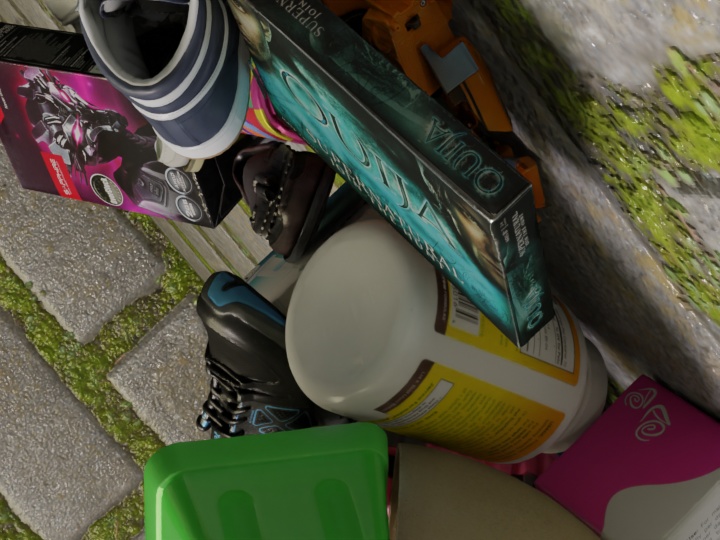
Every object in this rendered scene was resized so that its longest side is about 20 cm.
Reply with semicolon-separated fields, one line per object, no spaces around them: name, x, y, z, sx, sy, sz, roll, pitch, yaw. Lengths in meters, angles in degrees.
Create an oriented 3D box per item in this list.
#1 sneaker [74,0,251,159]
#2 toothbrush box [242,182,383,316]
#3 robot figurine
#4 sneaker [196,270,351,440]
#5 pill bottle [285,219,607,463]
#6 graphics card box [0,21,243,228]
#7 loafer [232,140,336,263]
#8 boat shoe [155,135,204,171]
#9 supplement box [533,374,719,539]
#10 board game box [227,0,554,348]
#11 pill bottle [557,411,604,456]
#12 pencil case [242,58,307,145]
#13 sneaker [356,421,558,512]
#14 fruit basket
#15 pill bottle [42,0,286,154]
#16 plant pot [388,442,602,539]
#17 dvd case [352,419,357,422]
sneaker;-0.098;-0.168;0.821;0.108;0.069;0.203;37;-132;-72
toothbrush box;0.000;0.000;1.086;0.085;0.146;0.200;48;170;-8
robot figurine;0.037;-0.084;0.845;0.145;0.058;0.201;40;167;45
sneaker;-0.062;0.075;0.977;0.073;0.082;0.201;43;168;33
pill bottle;0.058;0.049;0.934;0.199;0.110;0.109;23;-169;-43
graphics card box;-0.185;-0.107;1.161;0.198;0.051;0.127;12;135;31
loafer;-0.056;-0.051;1.048;0.062;0.073;0.200;22;-176;-6
boat shoe;-0.122;-0.152;1.000;0.075;0.067;0.202;-112;24;-51
supplement box;0.203;0.177;0.985;0.101;0.103;0.201;35;165;49
board game box;0.013;-0.061;0.783;0.200;0.028;0.136;44;169;27
pill bottle;0.121;0.122;1.124;0.201;0.111;0.111;55;169;-30
pencil case;-0.045;-0.123;1.009;0.089;0.088;0.200;51;170;-16
sneaker;0.071;0.155;1.054;0.198;0.080;0.096;20;155;-4
fruit basket;-0.047;0.163;0.903;0.215;0.153;0.219;175;90;-75
pill bottle;-0.144;-0.160;1.208;0.201;0.114;0.114;51;170;-16
plant pot;0.078;0.203;0.885;0.132;0.203;0.200;5;167;1
dvd case;-0.019;0.073;1.169;0.022;0.145;0.201;51;-146;-20
